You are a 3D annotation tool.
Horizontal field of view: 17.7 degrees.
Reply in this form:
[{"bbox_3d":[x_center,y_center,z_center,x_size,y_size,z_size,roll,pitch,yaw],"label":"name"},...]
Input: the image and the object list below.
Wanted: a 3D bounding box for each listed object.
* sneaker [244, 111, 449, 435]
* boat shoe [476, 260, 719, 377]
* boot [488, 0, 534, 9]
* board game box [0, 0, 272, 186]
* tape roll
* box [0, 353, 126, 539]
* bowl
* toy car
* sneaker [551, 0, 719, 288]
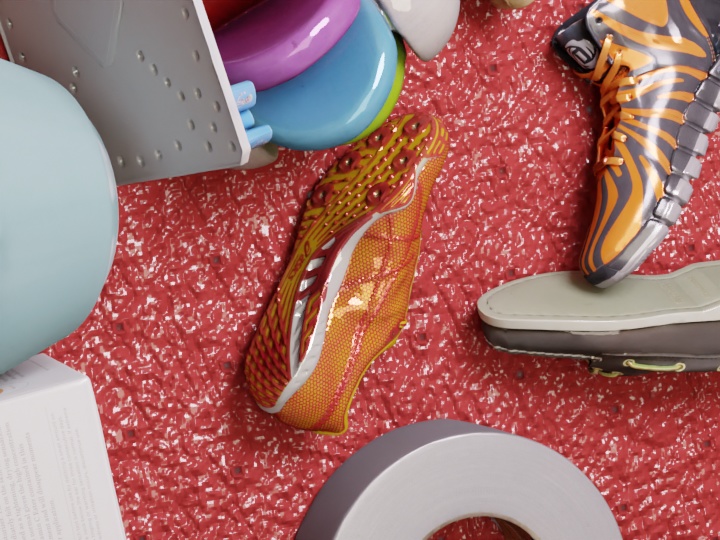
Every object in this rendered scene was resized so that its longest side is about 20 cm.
[{"bbox_3d":[0.000,0.000,1.360,0.077,0.073,0.201,29,87,-41],"label":"sneaker"},{"bbox_3d":[0.168,0.037,1.409,0.200,0.072,0.061,-4,118,-12],"label":"boat shoe"},{"bbox_3d":[0.060,-0.270,1.313,0.200,0.066,0.176,38,64,-57],"label":"boot"},{"bbox_3d":[-0.137,-0.146,1.227,0.026,0.199,0.201,-25,102,-34],"label":"board game box"},{"bbox_3d":[0.058,0.192,1.384,0.199,0.066,0.202,-1,94,-20],"label":"tape roll"},{"bbox_3d":[-0.242,0.120,1.241,0.199,0.124,0.098,-14,99,-17],"label":"box"},{"bbox_3d":[-0.202,-0.032,1.227,0.105,0.200,0.203,-7,96,-39],"label":"bowl"},{"bbox_3d":[-0.048,-0.148,1.258,0.174,0.150,0.201,-30,107,8],"label":"toy car"},{"bbox_3d":[0.154,-0.095,1.399,0.112,0.078,0.201,31,70,-14],"label":"sneaker"}]
